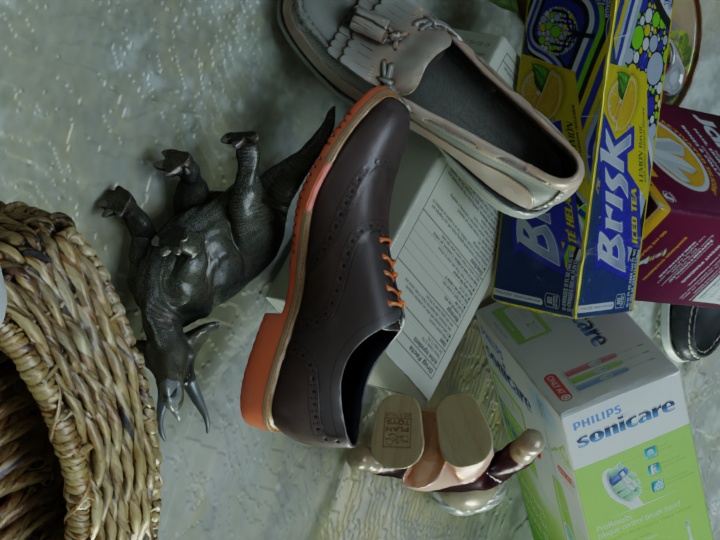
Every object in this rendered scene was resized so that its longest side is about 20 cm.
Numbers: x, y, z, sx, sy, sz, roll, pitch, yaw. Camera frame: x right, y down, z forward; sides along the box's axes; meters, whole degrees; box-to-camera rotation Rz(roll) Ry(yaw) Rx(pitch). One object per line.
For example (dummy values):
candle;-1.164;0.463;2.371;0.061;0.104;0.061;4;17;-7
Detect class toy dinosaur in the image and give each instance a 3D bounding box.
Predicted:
toy dinosaur;-0.083;-0.016;1.279;0.200;0.077;0.102;-56;149;-31

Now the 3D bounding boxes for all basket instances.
basket;-0.191;0.083;1.107;0.149;0.143;0.200;-33;124;-41

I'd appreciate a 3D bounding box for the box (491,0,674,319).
box;0.133;-0.075;1.397;0.070;0.064;0.200;-5;104;-51

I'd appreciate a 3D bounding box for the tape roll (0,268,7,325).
tape roll;-0.251;0.004;0.968;0.202;0.202;0.071;-34;126;-39

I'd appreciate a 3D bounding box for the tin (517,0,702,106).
tin;0.165;-0.176;1.540;0.112;0.042;0.200;-58;138;-15

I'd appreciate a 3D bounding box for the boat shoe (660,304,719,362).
boat shoe;0.279;-0.022;1.702;0.074;0.060;0.200;45;67;-47

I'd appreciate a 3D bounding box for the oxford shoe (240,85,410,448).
oxford shoe;0.000;0.000;1.283;0.071;0.072;0.200;6;101;-66

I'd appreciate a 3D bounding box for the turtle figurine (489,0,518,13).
turtle figurine;0.127;-0.240;1.371;0.194;0.200;0.144;-60;-176;10

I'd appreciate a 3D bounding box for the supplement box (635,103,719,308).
supplement box;0.193;-0.045;1.532;0.200;0.110;0.086;5;135;-51

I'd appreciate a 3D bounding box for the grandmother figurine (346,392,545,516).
grandmother figurine;0.053;0.117;1.434;0.200;0.121;0.061;49;49;-71

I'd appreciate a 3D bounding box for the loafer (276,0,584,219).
loafer;0.045;-0.107;1.320;0.200;0.063;0.072;38;71;-10

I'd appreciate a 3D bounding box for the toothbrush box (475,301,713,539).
toothbrush box;0.156;0.123;1.516;0.086;0.146;0.200;-20;122;-10

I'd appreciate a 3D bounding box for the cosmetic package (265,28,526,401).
cosmetic package;0.037;-0.036;1.400;0.200;0.073;0.104;-60;138;-18
